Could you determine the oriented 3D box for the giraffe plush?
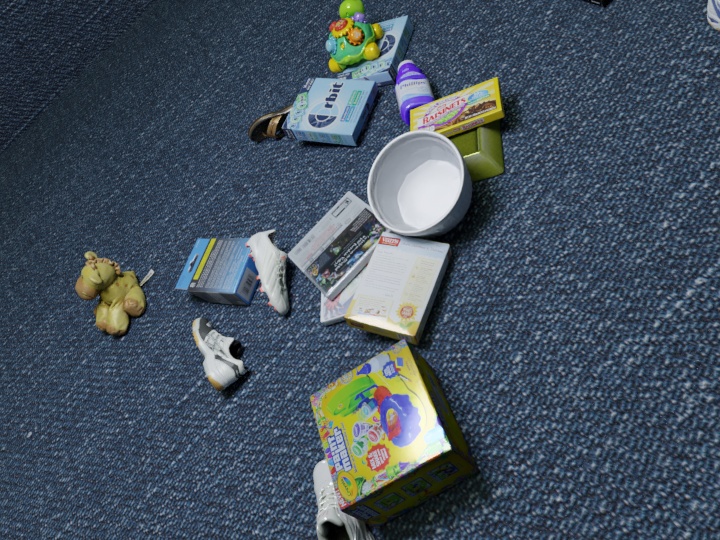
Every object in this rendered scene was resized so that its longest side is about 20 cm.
[{"bbox_3d":[-0.649,0.043,1.518,0.171,0.162,0.202,13,68,39],"label":"giraffe plush"}]

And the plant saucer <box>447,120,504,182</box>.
[{"bbox_3d":[0.193,-0.267,1.246,0.198,0.048,0.202,-14,53,26],"label":"plant saucer"}]

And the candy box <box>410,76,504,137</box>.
[{"bbox_3d":[0.197,-0.327,1.233,0.198,0.026,0.103,-15,50,25],"label":"candy box"}]

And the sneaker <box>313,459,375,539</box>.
[{"bbox_3d":[-0.035,0.378,0.927,0.078,0.099,0.201,-36,47,7],"label":"sneaker"}]

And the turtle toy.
[{"bbox_3d":[-0.024,-0.611,1.524,0.144,0.101,0.202,-10,55,29],"label":"turtle toy"}]

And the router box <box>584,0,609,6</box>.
[{"bbox_3d":[0.510,-0.672,1.305,0.149,0.051,0.200,-41,47,1],"label":"router box"}]

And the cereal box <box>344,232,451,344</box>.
[{"bbox_3d":[0.073,0.027,1.106,0.142,0.040,0.201,13,61,25],"label":"cereal box"}]

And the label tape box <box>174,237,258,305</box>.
[{"bbox_3d":[-0.325,0.000,1.400,0.198,0.063,0.146,2,62,34],"label":"label tape box"}]

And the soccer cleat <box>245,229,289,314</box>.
[{"bbox_3d":[-0.187,-0.001,1.285,0.077,0.069,0.202,-25,66,3],"label":"soccer cleat"}]

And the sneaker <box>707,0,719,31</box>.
[{"bbox_3d":[0.675,-0.439,1.015,0.075,0.088,0.201,-38,48,3],"label":"sneaker"}]

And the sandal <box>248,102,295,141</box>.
[{"bbox_3d":[-0.215,-0.390,1.596,0.198,0.082,0.055,-18,73,14],"label":"sandal"}]

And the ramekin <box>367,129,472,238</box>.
[{"bbox_3d":[0.122,-0.158,1.149,0.198,0.105,0.203,-6,77,27],"label":"ramekin"}]

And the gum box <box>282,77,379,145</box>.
[{"bbox_3d":[-0.074,-0.400,1.479,0.198,0.045,0.171,11,67,25],"label":"gum box"}]

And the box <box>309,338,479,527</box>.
[{"bbox_3d":[0.048,0.257,0.938,0.192,0.122,0.201,-33,47,10],"label":"box"}]

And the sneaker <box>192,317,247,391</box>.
[{"bbox_3d":[-0.300,0.168,1.278,0.087,0.076,0.200,-29,49,-8],"label":"sneaker"}]

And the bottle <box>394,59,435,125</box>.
[{"bbox_3d":[0.122,-0.418,1.377,0.082,0.066,0.202,-10,48,4],"label":"bottle"}]

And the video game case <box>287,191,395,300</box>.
[{"bbox_3d":[-0.042,-0.057,1.251,0.200,0.023,0.182,-46,45,-3],"label":"video game case"}]

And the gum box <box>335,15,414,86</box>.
[{"bbox_3d":[0.036,-0.565,1.553,0.168,0.045,0.202,1,62,34],"label":"gum box"}]

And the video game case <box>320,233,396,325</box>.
[{"bbox_3d":[0.000,0.000,1.212,0.181,0.023,0.202,-18,52,23],"label":"video game case"}]
